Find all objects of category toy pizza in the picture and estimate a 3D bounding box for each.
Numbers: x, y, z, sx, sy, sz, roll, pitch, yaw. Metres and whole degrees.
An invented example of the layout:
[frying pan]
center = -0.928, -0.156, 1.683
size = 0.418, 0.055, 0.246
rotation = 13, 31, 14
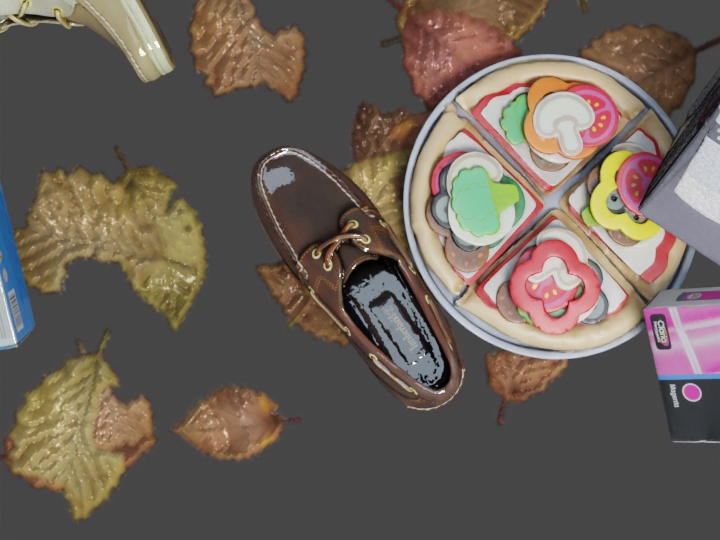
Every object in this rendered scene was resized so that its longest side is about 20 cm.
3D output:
[toy pizza]
center = 0.127, -0.044, 1.067
size = 0.197, 0.032, 0.203
rotation = 1, 82, -5

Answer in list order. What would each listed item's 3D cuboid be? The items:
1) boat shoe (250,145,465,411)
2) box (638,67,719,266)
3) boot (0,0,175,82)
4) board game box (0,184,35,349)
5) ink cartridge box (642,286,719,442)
[boat shoe]
center = 0.000, 0.000, 1.047
size = 0.070, 0.070, 0.201
rotation = -39, 85, -5
[box]
center = 0.297, -0.052, 1.011
size = 0.199, 0.133, 0.115
rotation = 33, 50, 2
[boot]
center = -0.228, -0.164, 1.057
size = 0.154, 0.072, 0.200
rotation = -41, 81, -6
[board game box]
center = -0.322, -0.034, 1.015
size = 0.193, 0.056, 0.203
rotation = -11, 100, 3
[ink cartridge box]
center = 0.275, 0.056, 0.998
size = 0.198, 0.037, 0.096
rotation = -5, 109, 33
